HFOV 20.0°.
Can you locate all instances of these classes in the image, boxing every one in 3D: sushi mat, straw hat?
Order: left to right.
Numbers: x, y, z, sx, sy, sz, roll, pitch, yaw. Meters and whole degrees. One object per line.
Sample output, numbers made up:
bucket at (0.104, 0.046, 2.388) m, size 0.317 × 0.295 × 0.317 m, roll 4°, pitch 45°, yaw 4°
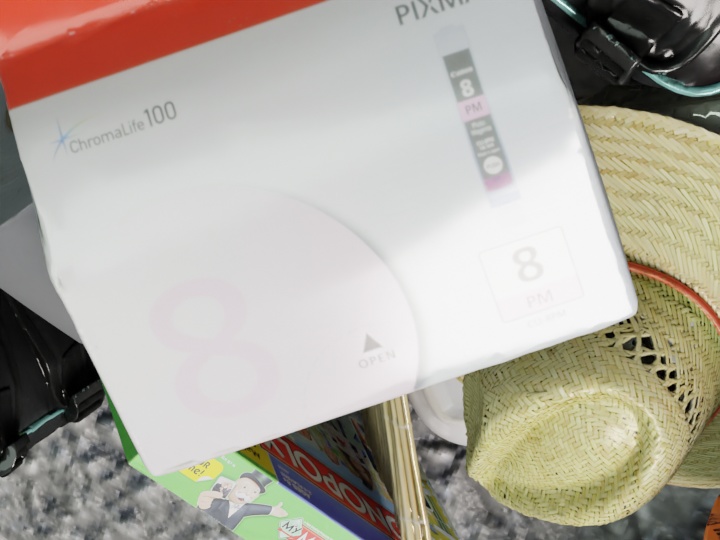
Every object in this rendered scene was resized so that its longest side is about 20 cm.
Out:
sushi mat at (0.000, 0.000, 0.771) m, size 0.012 × 0.096 × 0.200 m, roll -12°, pitch 115°, yaw -6°
straw hat at (0.077, 0.040, 0.698) m, size 0.201 × 0.085 × 0.201 m, roll 19°, pitch 142°, yaw 16°

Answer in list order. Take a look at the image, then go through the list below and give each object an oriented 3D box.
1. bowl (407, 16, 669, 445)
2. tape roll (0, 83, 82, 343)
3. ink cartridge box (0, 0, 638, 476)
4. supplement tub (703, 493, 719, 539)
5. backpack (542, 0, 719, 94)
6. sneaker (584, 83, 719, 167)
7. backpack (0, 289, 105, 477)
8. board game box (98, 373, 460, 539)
bowl at (0.082, -0.014, 0.803) m, size 0.199 × 0.075 × 0.200 m, roll -7°, pitch 111°, yaw 29°
tape roll at (-0.068, -0.074, 0.722) m, size 0.066 × 0.201 × 0.200 m, roll 37°, pitch 127°, yaw -25°
ink cartridge box at (-0.024, -0.051, 0.596) m, size 0.162 × 0.057 × 0.200 m, roll -19°, pitch 122°, yaw 7°
supplement tub at (0.213, 0.121, 0.648) m, size 0.200 × 0.123 × 0.123 m, roll 1°, pitch 113°, yaw 23°
backpack at (0.104, -0.183, 0.645) m, size 0.176 × 0.153 × 0.200 m, roll 34°, pitch 114°, yaw -14°
sneaker at (0.176, -0.024, 0.714) m, size 0.199 × 0.077 × 0.111 m, roll -10°, pitch 110°, yaw -9°
backpack at (-0.231, 0.010, 0.902) m, size 0.153 × 0.176 × 0.200 m, roll -23°, pitch 97°, yaw 28°
board game box at (-0.029, 0.071, 0.808) m, size 0.029 × 0.135 × 0.200 m, roll -43°, pitch 128°, yaw 10°
